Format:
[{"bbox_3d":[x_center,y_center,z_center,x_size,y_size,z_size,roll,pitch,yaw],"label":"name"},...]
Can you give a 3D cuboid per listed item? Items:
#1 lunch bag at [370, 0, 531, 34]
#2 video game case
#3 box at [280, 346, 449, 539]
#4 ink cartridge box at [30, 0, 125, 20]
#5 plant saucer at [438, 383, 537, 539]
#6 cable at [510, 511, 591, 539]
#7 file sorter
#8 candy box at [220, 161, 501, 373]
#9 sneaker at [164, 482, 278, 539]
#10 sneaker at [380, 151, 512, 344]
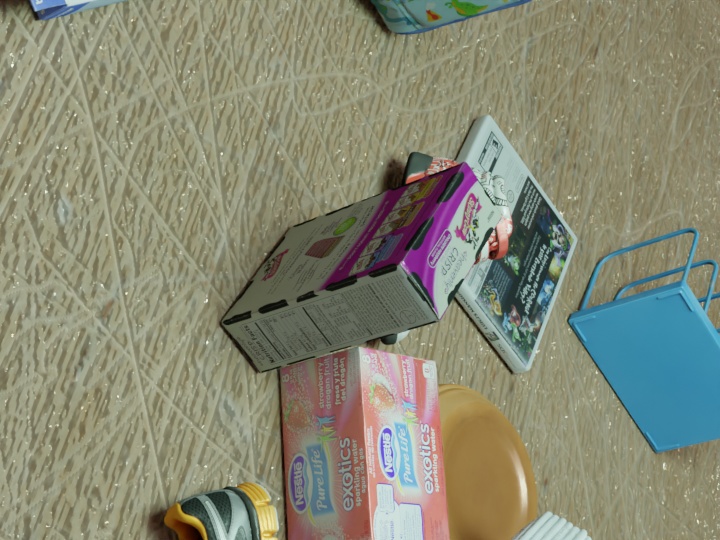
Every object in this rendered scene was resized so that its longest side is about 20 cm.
[{"bbox_3d":[0.100,-0.318,1.445,0.082,0.199,0.162,47,47,-38],"label":"lunch bag"},{"bbox_3d":[0.142,-0.028,1.532,0.182,0.023,0.201,51,43,-25],"label":"video game case"},{"bbox_3d":[0.003,0.173,1.234,0.102,0.094,0.202,13,66,-47],"label":"box"},{"bbox_3d":[-0.213,-0.266,1.179,0.200,0.042,0.120,-29,100,-53],"label":"ink cartridge box"},{"bbox_3d":[0.102,0.201,1.389,0.199,0.037,0.202,22,60,-44],"label":"plant saucer"},{"bbox_3d":[0.116,0.286,1.255,0.069,0.200,0.200,41,68,15],"label":"cable"},{"bbox_3d":[0.345,0.073,1.648,0.200,0.138,0.123,53,39,-22],"label":"file sorter"},{"bbox_3d":[0.000,0.000,1.209,0.061,0.199,0.137,54,44,-20],"label":"candy box"},{"bbox_3d":[-0.102,0.256,1.105,0.077,0.078,0.202,5,69,-35],"label":"sneaker"},{"bbox_3d":[0.081,-0.016,1.380,0.107,0.067,0.203,12,56,-2],"label":"sneaker"}]
